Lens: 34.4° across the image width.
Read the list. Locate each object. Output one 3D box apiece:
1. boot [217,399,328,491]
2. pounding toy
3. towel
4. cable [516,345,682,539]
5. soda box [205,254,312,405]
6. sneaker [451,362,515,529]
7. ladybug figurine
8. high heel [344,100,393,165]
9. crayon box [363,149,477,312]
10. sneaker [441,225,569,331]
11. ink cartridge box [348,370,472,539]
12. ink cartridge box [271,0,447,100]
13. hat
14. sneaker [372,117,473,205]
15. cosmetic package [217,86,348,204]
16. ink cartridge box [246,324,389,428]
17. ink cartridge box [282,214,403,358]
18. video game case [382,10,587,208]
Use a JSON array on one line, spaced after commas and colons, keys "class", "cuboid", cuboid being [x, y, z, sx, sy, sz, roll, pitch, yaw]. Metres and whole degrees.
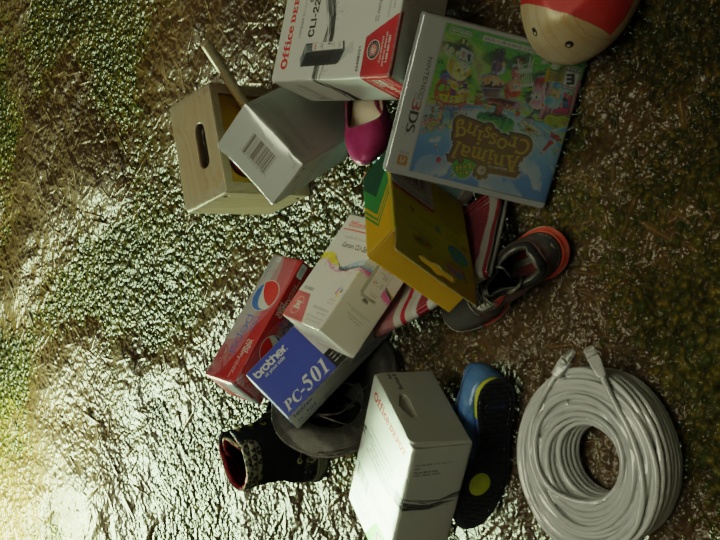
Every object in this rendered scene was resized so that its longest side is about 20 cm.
[{"class": "boot", "cuboid": [-0.131, 0.206, 1.636, 0.073, 0.152, 0.207, -27, 73, 43]}, {"class": "pounding toy", "cuboid": [-0.172, -0.197, 1.643, 0.141, 0.182, 0.204, -20, 77, 44]}, {"class": "towel", "cuboid": [0.097, -0.010, 1.422, 0.199, 0.023, 0.146, -32, 31, 42]}, {"class": "cable", "cuboid": [0.259, 0.207, 1.285, 0.201, 0.068, 0.201, -54, 56, 34]}, {"class": "soda box", "cuboid": [-0.131, 0.081, 1.626, 0.069, 0.063, 0.202, 10, 64, 44]}, {"class": "sneaker", "cuboid": [0.140, 0.212, 1.424, 0.078, 0.065, 0.204, -148, 62, -62]}, {"class": "ladybug figurine", "cuboid": [0.239, -0.325, 1.253, 0.134, 0.072, 0.203, 20, 91, 24]}, {"class": "high heel", "cuboid": [0.002, -0.222, 1.453, 0.066, 0.097, 0.202, -10, 43, 21]}, {"class": "crayon box", "cuboid": [0.066, -0.039, 1.336, 0.051, 0.126, 0.201, -44, 26, 26]}, {"class": "sneaker", "cuboid": [0.154, 0.014, 1.369, 0.200, 0.081, 0.078, -42, 79, 39]}, {"class": "ink cartridge box", "cuboid": [0.058, 0.246, 1.430, 0.147, 0.083, 0.203, -121, 35, -52]}, {"class": "ink cartridge box", "cuboid": [-0.003, -0.286, 1.399, 0.198, 0.083, 0.147, 6, 82, 43]}, {"class": "hat", "cuboid": [-0.028, 0.166, 1.568, 0.197, 0.081, 0.204, -7, 62, 14]}, {"class": "sneaker", "cuboid": [0.058, -0.137, 1.474, 0.199, 0.081, 0.075, 34, 116, 41]}, {"class": "cosmetic package", "cuboid": [-0.082, -0.179, 1.522, 0.113, 0.200, 0.081, 46, 124, 6]}, {"class": "ink cartridge box", "cuboid": [-0.047, 0.102, 1.533, 0.200, 0.044, 0.094, -46, 59, -9]}, {"class": "ink cartridge box", "cuboid": [0.000, 0.000, 1.469, 0.201, 0.067, 0.116, -56, 27, -10]}, {"class": "video game case", "cuboid": [0.141, -0.180, 1.324, 0.022, 0.196, 0.185, -105, 28, -72]}]
